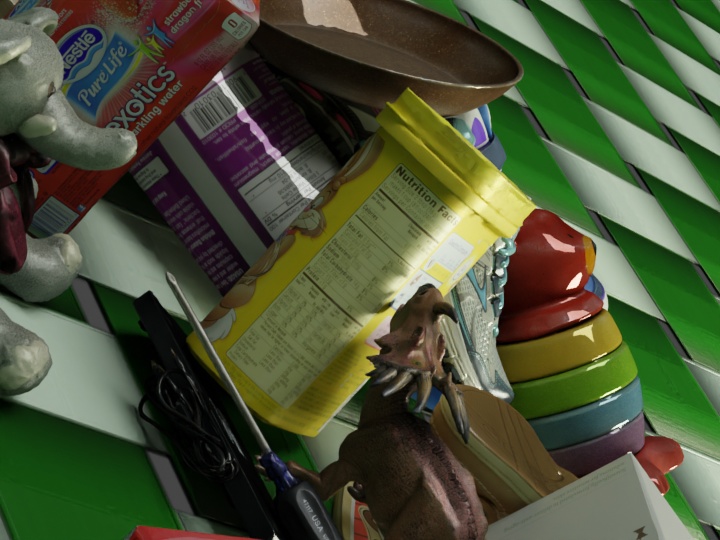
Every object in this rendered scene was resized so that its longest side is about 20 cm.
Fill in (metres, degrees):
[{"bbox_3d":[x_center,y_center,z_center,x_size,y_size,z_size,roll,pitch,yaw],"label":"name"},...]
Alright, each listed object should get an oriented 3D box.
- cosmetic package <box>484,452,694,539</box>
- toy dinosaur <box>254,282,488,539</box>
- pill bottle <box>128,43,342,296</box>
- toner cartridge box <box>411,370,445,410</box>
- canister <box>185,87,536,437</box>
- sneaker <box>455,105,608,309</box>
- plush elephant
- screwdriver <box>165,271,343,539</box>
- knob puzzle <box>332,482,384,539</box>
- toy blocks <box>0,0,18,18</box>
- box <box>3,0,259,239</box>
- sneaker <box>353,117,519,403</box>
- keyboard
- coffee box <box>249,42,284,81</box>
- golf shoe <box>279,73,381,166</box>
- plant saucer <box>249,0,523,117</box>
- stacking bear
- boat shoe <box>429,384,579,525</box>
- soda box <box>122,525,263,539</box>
[{"bbox_3d":[0.167,0.215,1.645,0.200,0.107,0.085,54,14,-37],"label":"cosmetic package"},{"bbox_3d":[0.035,0.121,1.571,0.086,0.135,0.200,-17,74,-54],"label":"toy dinosaur"},{"bbox_3d":[-0.064,-0.043,1.769,0.200,0.112,0.112,54,20,-2],"label":"pill bottle"},{"bbox_3d":[0.062,0.061,1.924,0.200,0.043,0.095,31,24,-32],"label":"toner cartridge box"},{"bbox_3d":[0.000,0.000,1.650,0.087,0.200,0.149,44,4,16],"label":"canister"},{"bbox_3d":[0.091,-0.047,1.986,0.200,0.147,0.081,30,52,32],"label":"sneaker"},{"bbox_3d":[-0.198,-0.066,1.498,0.200,0.155,0.165,42,20,-8],"label":"plush elephant"},{"bbox_3d":[-0.064,0.090,1.556,0.200,0.029,0.028,56,2,3],"label":"screwdriver"},{"bbox_3d":[0.058,0.185,1.687,0.219,0.030,0.220,38,21,-18],"label":"knob puzzle"},{"bbox_3d":[-0.206,-0.154,1.781,0.137,0.100,0.200,54,18,-7],"label":"toy blocks"},{"bbox_3d":[-0.157,-0.125,1.632,0.100,0.200,0.096,36,23,-21],"label":"box"},{"bbox_3d":[0.069,-0.004,1.768,0.078,0.086,0.200,-125,-167,-73],"label":"sneaker"},{"bbox_3d":[-0.094,0.095,1.585,0.200,0.040,0.104,59,1,37],"label":"keyboard"},{"bbox_3d":[-0.053,-0.112,1.920,0.200,0.115,0.080,23,14,-47],"label":"coffee box"},{"bbox_3d":[0.021,-0.062,1.844,0.200,0.077,0.088,54,53,-11],"label":"golf shoe"},{"bbox_3d":[0.005,-0.142,1.781,0.200,0.037,0.200,15,19,-5],"label":"plant saucer"},{"bbox_3d":[0.131,0.055,1.846,0.121,0.113,0.201,-40,115,-71],"label":"stacking bear"},{"bbox_3d":[0.092,0.140,1.676,0.200,0.064,0.071,45,21,-42],"label":"boat shoe"},{"bbox_3d":[-0.057,0.182,1.419,0.200,0.063,0.070,13,36,-54],"label":"soda box"}]
